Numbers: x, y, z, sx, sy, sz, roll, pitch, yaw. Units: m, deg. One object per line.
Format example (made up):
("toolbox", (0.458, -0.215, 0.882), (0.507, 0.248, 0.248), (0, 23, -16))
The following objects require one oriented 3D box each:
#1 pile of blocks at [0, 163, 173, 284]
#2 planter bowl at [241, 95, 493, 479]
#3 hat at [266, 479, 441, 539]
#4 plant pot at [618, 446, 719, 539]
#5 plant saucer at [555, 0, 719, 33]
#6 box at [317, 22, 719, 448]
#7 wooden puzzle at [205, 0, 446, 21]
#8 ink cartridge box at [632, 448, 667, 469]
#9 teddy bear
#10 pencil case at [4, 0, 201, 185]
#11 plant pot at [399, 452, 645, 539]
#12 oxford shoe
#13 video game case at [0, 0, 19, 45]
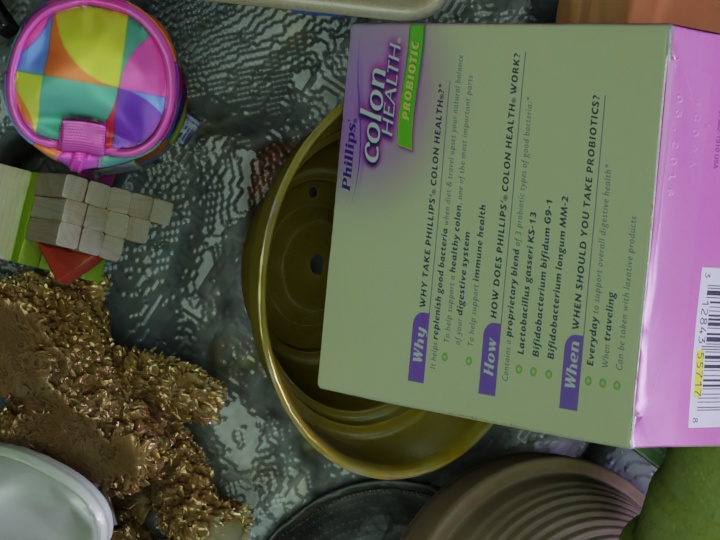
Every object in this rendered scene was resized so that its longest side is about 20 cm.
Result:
("pile of blocks", (-0.181, -0.020, 1.070), (0.199, 0.082, 0.063), (12, 86, 38))
("planter bowl", (0.000, 0.000, 1.077), (0.200, 0.083, 0.202), (-7, 100, -42))
("hat", (0.022, 0.218, 1.133), (0.199, 0.081, 0.202), (0, 99, -1))
("plant pot", (0.230, 0.060, 0.992), (0.199, 0.200, 0.186), (5, 104, -1))
("plant saucer", (0.191, -0.104, 1.059), (0.199, 0.037, 0.202), (4, 81, -24))
("box", (0.087, -0.020, 0.962), (0.096, 0.199, 0.177), (3, 93, -43))
("wooden puzzle", (-0.051, -0.191, 1.044), (0.198, 0.186, 0.046), (3, 142, 2))
("ink cartridge box", (0.180, -0.004, 1.089), (0.145, 0.048, 0.200), (38, 92, -21))
("teddy bear", (-0.138, 0.086, 1.125), (0.200, 0.067, 0.145), (43, 114, -7))
("pencil case", (-0.125, -0.086, 1.030), (0.088, 0.200, 0.089), (0, 90, -2))
("plant pot", (0.110, 0.196, 1.079), (0.200, 0.093, 0.202), (1, 88, -31))
("oxford shoe", (-0.224, 0.124, 1.099), (0.199, 0.058, 0.076), (9, 121, 17))
("video game case", (-0.300, -0.149, 1.078), (0.180, 0.025, 0.201), (-36, 83, 5))
